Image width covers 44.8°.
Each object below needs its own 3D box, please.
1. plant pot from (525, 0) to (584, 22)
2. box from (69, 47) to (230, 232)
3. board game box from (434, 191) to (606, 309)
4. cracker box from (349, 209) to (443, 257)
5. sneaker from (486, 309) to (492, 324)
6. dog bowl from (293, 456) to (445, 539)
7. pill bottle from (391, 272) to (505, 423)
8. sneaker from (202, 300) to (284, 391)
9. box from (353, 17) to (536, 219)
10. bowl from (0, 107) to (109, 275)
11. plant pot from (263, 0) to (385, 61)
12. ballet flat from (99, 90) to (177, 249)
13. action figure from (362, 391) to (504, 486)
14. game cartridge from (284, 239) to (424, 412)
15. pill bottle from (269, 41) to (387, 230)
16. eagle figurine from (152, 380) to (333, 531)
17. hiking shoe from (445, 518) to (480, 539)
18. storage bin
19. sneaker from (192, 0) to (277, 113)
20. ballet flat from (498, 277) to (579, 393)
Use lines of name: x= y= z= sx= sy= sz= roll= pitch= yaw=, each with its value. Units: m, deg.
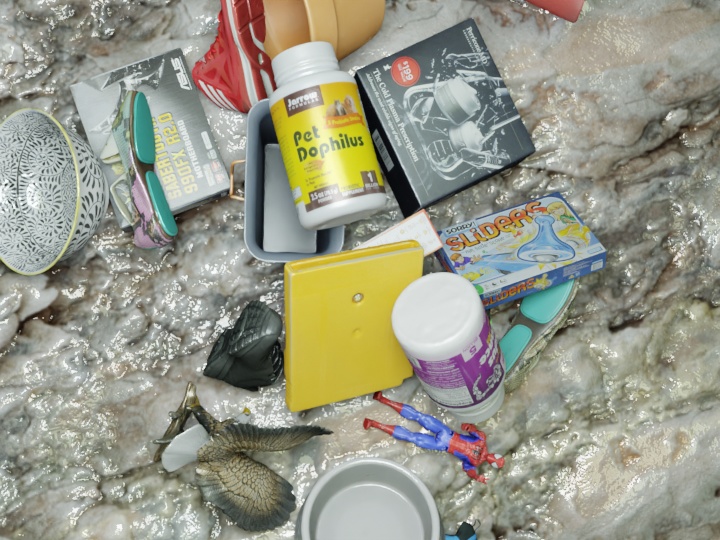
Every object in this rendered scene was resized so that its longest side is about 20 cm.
plant pot: x=0.243 y=-0.462 z=1.197 sx=0.175 sy=0.201 sz=0.203 roll=18 pitch=82 yaw=5
box: x=-0.276 y=-0.173 z=1.162 sx=0.156 sy=0.048 sz=0.203 roll=-20 pitch=87 yaw=-9
board game box: x=0.210 y=-0.027 z=1.181 sx=0.197 sy=0.035 sz=0.136 roll=-19 pitch=45 yaw=-9
cracker box: x=0.000 y=0.000 z=1.139 sx=0.198 sy=0.134 sz=0.058 roll=-29 pitch=90 yaw=-9
sneaker: x=0.086 y=0.057 z=1.175 sx=0.197 sy=0.077 sz=0.085 roll=12 pitch=91 yaw=-17
dog bowl: x=0.012 y=0.329 z=1.103 sx=0.196 sy=0.059 sz=0.203 roll=0 pitch=58 yaw=0
pill bottle: x=0.118 y=0.104 z=1.077 sx=0.110 sy=0.201 sz=0.114 roll=-13 pitch=49 yaw=15
sneaker: x=-0.128 y=0.100 z=1.091 sx=0.090 sy=0.200 sz=0.077 roll=30 pitch=62 yaw=-13
box: x=0.106 y=-0.204 z=1.189 sx=0.180 sy=0.104 sz=0.202 roll=-26 pitch=89 yaw=-11
bowl: x=-0.380 y=-0.097 z=1.101 sx=0.198 sy=0.094 sz=0.205 roll=2 pitch=94 yaw=35
plant pot: x=-0.061 y=-0.354 z=1.149 sx=0.139 sy=0.200 sz=0.202 roll=-25 pitch=88 yaw=-27
ballet flat: x=-0.287 y=-0.124 z=1.104 sx=0.070 sy=0.069 sz=0.203 roll=-15 pitch=87 yaw=12
action figure: x=0.108 y=0.223 z=1.154 sx=0.197 sy=0.099 sz=0.066 roll=23 pitch=83 yaw=-7
game cartridge: x=-0.010 y=0.069 z=1.071 sx=0.174 sy=0.032 sz=0.203 roll=-11 pitch=124 yaw=-22
pill bottle: x=-0.043 y=-0.157 z=1.026 sx=0.107 sy=0.109 sz=0.203 roll=-15 pitch=87 yaw=-9
eagle figurine: x=-0.150 y=0.226 z=1.104 sx=0.198 sy=0.152 sz=0.152 roll=29 pitch=61 yaw=1
hiking shoe: x=0.064 y=0.377 z=1.153 sx=0.196 sy=0.075 sz=0.088 roll=1 pitch=65 yaw=-10
storage bin: x=-0.097 y=-0.104 z=1.136 sx=0.143 sy=0.134 sz=0.204 roll=1 pitch=83 yaw=-8
sneaker: x=-0.182 y=-0.295 z=1.133 sx=0.114 sy=0.078 sz=0.203 roll=4 pitch=120 yaw=24
ballet flat: x=0.240 y=0.082 z=1.200 sx=0.201 sy=0.068 sz=0.075 roll=-55 pitch=138 yaw=-5
